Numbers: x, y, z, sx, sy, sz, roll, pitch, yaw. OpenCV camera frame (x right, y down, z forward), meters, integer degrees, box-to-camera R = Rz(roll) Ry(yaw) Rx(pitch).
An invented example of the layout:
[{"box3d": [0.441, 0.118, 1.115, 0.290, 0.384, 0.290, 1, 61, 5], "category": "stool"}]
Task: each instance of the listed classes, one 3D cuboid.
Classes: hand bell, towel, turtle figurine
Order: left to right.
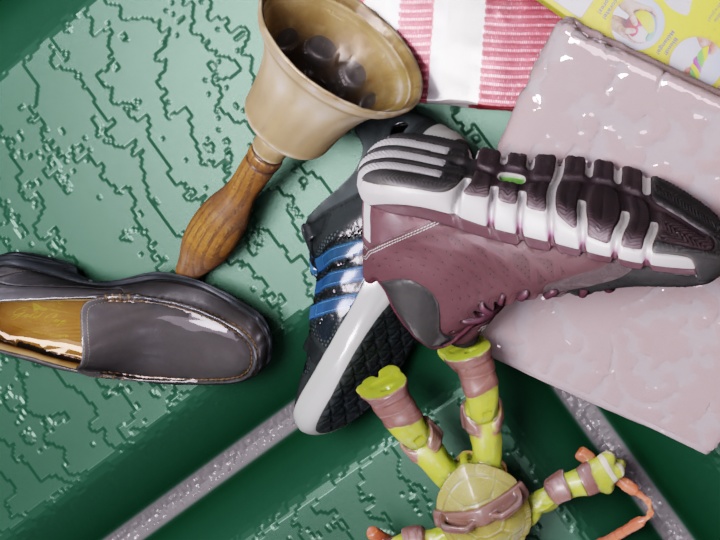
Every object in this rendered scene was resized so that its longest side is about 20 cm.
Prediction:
[{"box3d": [-0.059, -0.062, 0.854, 0.104, 0.104, 0.200, 42, 127, 4], "category": "hand bell"}, {"box3d": [0.046, -0.169, 0.856, 0.200, 0.023, 0.144, 5, 96, 10], "category": "towel"}, {"box3d": [0.058, 0.129, 0.850, 0.200, 0.064, 0.162, -20, 107, 16], "category": "turtle figurine"}, {"box3d": [0.155, -0.016, 0.818, 0.191, 0.032, 0.200, 25, 116, 3], "category": "towel"}]

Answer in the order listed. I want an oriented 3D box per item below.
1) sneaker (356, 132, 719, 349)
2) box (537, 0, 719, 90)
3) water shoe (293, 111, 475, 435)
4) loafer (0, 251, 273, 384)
[{"box3d": [0.092, -0.001, 0.791, 0.200, 0.076, 0.116, 15, 126, 11], "category": "sneaker"}, {"box3d": [0.191, -0.156, 0.802, 0.200, 0.048, 0.117, 35, 101, -2], "category": "box"}, {"box3d": [0.000, 0.000, 0.872, 0.079, 0.071, 0.200, 30, 99, 29], "category": "water shoe"}, {"box3d": [-0.154, 0.041, 0.890, 0.200, 0.072, 0.073, 7, 112, 13], "category": "loafer"}]
